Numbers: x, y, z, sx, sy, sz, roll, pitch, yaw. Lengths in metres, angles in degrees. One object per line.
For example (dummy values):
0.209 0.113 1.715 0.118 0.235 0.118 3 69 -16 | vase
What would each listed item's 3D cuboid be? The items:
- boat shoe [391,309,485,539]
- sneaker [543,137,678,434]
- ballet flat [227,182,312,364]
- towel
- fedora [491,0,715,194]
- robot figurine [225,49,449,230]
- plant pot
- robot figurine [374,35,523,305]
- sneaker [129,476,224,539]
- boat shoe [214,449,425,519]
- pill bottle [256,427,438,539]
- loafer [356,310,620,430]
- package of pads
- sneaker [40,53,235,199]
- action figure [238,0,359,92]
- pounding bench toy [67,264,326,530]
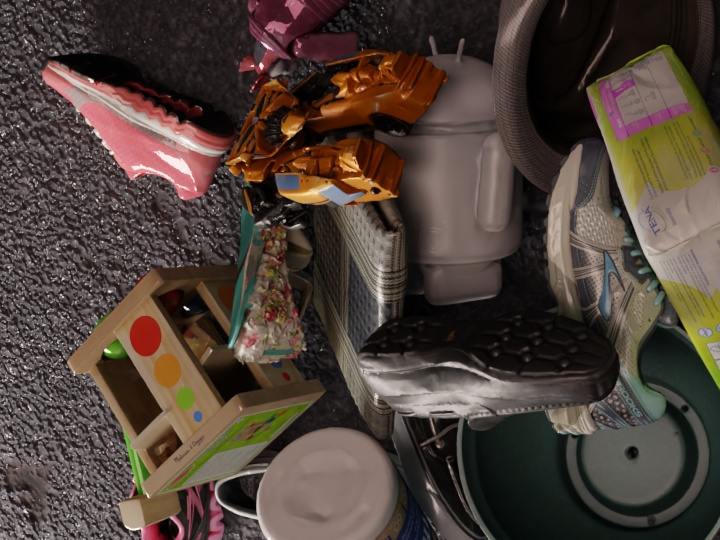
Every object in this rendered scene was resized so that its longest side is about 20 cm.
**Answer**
0.068 0.130 1.051 0.068 0.074 0.200 -26 75 19 | boat shoe
0.172 0.010 0.860 0.086 0.078 0.201 -1 88 20 | sneaker
-0.071 0.000 1.055 0.064 0.200 0.076 12 137 -13 | ballet flat
0.000 0.000 0.992 0.034 0.200 0.193 -8 124 -14 | towel
0.158 -0.160 0.905 0.090 0.177 0.200 -127 25 -54 | fedora
-0.027 -0.101 0.928 0.200 0.058 0.145 1 63 53 | robot figurine
0.188 0.132 0.936 0.200 0.134 0.201 -6 77 25 | plant pot
0.068 -0.077 0.976 0.170 0.113 0.200 19 114 59 | robot figurine
-0.177 0.184 1.175 0.079 0.095 0.200 1 101 28 | sneaker
-0.036 0.199 1.119 0.200 0.071 0.070 0 102 27 | boat shoe
0.003 0.220 1.013 0.111 0.111 0.200 4 145 26 | pill bottle
0.086 0.069 0.838 0.200 0.068 0.070 -2 125 44 | loafer
0.217 -0.036 0.821 0.068 0.200 0.155 -26 126 16 | package of pads
-0.208 -0.127 1.128 0.200 0.074 0.087 29 115 18 | sneaker
-0.028 -0.216 0.981 0.134 0.149 0.200 40 103 7 | action figure
-0.167 0.106 1.088 0.200 0.124 0.156 -44 71 23 | pounding bench toy
